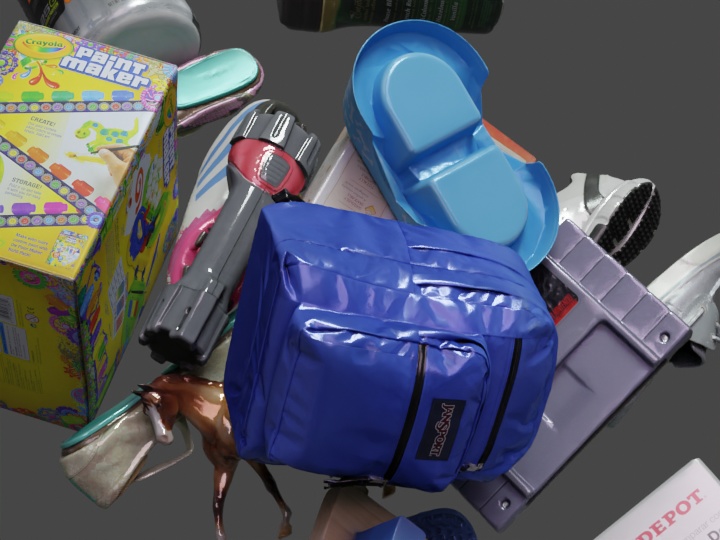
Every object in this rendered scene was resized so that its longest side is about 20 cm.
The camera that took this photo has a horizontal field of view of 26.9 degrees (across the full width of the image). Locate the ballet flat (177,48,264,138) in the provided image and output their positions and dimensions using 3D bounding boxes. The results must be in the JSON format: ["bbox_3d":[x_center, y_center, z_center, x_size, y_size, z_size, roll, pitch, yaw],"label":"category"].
[{"bbox_3d":[-0.169,-0.124,1.213,0.199,0.071,0.069,-22,65,-28],"label":"ballet flat"}]

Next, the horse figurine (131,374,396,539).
[{"bbox_3d":[-0.049,0.115,1.062,0.199,0.050,0.133,-18,77,-21],"label":"horse figurine"}]

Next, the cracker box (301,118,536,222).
[{"bbox_3d":[0.027,-0.038,1.116,0.134,0.058,0.200,35,65,-11],"label":"cracker box"}]

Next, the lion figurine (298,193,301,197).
[{"bbox_3d":[0.000,0.000,1.164,0.122,0.072,0.201,8,69,-14],"label":"lion figurine"}]

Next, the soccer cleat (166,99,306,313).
[{"bbox_3d":[-0.103,-0.042,1.175,0.070,0.086,0.201,35,64,-24],"label":"soccer cleat"}]

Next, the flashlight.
[{"bbox_3d":[-0.095,-0.022,1.079,0.068,0.068,0.201,10,59,27],"label":"flashlight"}]

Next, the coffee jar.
[{"bbox_3d":[0.022,-0.262,1.326,0.199,0.085,0.105,-2,56,-8],"label":"coffee jar"}]

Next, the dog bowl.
[{"bbox_3d":[0.060,-0.081,1.082,0.111,0.050,0.201,-29,88,-27],"label":"dog bowl"}]

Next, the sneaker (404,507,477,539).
[{"bbox_3d":[-0.003,0.217,1.007,0.200,0.078,0.070,-22,91,-46],"label":"sneaker"}]

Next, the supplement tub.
[{"bbox_3d":[-0.224,-0.240,1.255,0.122,0.123,0.200,-21,61,-21],"label":"supplement tub"}]

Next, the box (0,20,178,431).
[{"bbox_3d":[-0.215,-0.027,1.064,0.121,0.200,0.193,17,55,5],"label":"box"}]

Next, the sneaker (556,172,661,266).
[{"bbox_3d":[0.151,-0.004,1.189,0.200,0.074,0.080,-42,41,-24],"label":"sneaker"}]

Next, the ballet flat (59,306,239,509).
[{"bbox_3d":[-0.128,0.096,1.087,0.200,0.067,0.062,-38,98,-24],"label":"ballet flat"}]

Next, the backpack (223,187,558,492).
[{"bbox_3d":[0.026,0.064,0.973,0.199,0.163,0.168,8,29,-17],"label":"backpack"}]

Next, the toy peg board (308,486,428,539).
[{"bbox_3d":[0.053,0.253,0.911,0.200,0.098,0.200,39,49,-21],"label":"toy peg board"}]

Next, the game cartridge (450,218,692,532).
[{"bbox_3d":[0.124,0.073,1.089,0.130,0.038,0.200,44,90,16],"label":"game cartridge"}]

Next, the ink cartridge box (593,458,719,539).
[{"bbox_3d":[0.230,0.248,0.983,0.145,0.088,0.200,-36,63,-6],"label":"ink cartridge box"}]

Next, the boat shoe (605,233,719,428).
[{"bbox_3d":[0.237,0.048,1.161,0.201,0.070,0.072,-39,79,-24],"label":"boat shoe"}]
